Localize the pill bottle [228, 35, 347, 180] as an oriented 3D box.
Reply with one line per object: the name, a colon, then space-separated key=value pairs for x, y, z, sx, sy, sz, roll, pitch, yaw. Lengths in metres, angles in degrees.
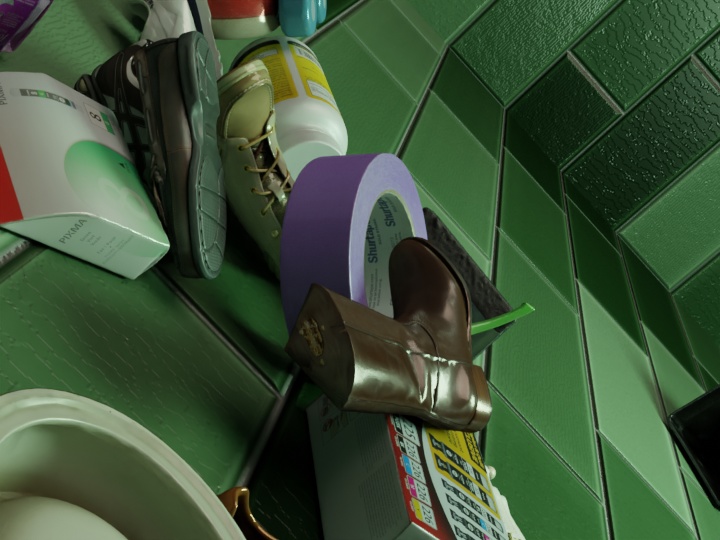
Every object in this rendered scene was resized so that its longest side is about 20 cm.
pill bottle: x=-0.077 y=-0.158 z=1.269 sx=0.112 sy=0.112 sz=0.201 roll=35 pitch=23 yaw=-36

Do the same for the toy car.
toy car: x=-0.139 y=-0.366 z=1.301 sx=0.177 sy=0.181 sz=0.203 roll=-73 pitch=162 yaw=-69

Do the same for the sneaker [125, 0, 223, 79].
sneaker: x=-0.181 y=-0.199 z=1.192 sx=0.077 sy=0.079 sz=0.202 roll=114 pitch=-38 yaw=-64

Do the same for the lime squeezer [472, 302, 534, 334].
lime squeezer: x=0.079 y=0.095 z=1.066 sx=0.071 sy=0.201 sz=0.038 roll=41 pitch=-21 yaw=-21

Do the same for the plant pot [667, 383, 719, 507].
plant pot: x=0.665 y=0.309 z=1.970 sx=0.178 sy=0.199 sz=0.201 roll=50 pitch=12 yaw=-41

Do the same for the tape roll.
tape roll: x=0.000 y=0.000 z=1.029 sx=0.200 sy=0.065 sz=0.203 roll=-2 pitch=90 yaw=-68

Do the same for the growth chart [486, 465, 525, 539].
growth chart: x=0.129 y=0.247 z=1.083 sx=0.144 sy=0.018 sz=0.201 roll=21 pitch=32 yaw=-55

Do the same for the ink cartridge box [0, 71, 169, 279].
ink cartridge box: x=-0.241 y=-0.090 z=0.850 sx=0.199 sy=0.050 sz=0.162 roll=30 pitch=26 yaw=-50

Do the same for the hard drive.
hard drive: x=0.080 y=0.029 z=1.201 sx=0.140 sy=0.033 sz=0.200 roll=52 pitch=-20 yaw=8

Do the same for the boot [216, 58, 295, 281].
boot: x=-0.081 y=-0.083 z=1.053 sx=0.156 sy=0.072 sz=0.200 roll=56 pitch=-21 yaw=14

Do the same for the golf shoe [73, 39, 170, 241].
golf shoe: x=-0.169 y=-0.109 z=0.985 sx=0.201 sy=0.094 sz=0.078 roll=57 pitch=19 yaw=20

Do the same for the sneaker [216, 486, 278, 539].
sneaker: x=-0.033 y=0.212 z=0.662 sx=0.201 sy=0.084 sz=0.073 roll=50 pitch=16 yaw=0

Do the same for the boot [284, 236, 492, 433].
boot: x=0.011 y=0.032 z=0.895 sx=0.199 sy=0.064 sz=0.188 roll=18 pitch=41 yaw=-47

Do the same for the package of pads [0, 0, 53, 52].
package of pads: x=-0.343 y=-0.277 z=0.945 sx=0.201 sy=0.076 sz=0.120 roll=56 pitch=22 yaw=22

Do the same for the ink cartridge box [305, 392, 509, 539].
ink cartridge box: x=0.053 y=0.188 z=0.912 sx=0.175 sy=0.084 sz=0.201 roll=39 pitch=20 yaw=-28

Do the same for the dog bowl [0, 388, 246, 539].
dog bowl: x=-0.131 y=0.158 z=0.557 sx=0.200 sy=0.074 sz=0.201 roll=42 pitch=18 yaw=-17

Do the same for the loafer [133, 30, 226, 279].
loafer: x=-0.145 y=-0.088 z=0.931 sx=0.072 sy=0.062 sz=0.203 roll=45 pitch=40 yaw=-71
